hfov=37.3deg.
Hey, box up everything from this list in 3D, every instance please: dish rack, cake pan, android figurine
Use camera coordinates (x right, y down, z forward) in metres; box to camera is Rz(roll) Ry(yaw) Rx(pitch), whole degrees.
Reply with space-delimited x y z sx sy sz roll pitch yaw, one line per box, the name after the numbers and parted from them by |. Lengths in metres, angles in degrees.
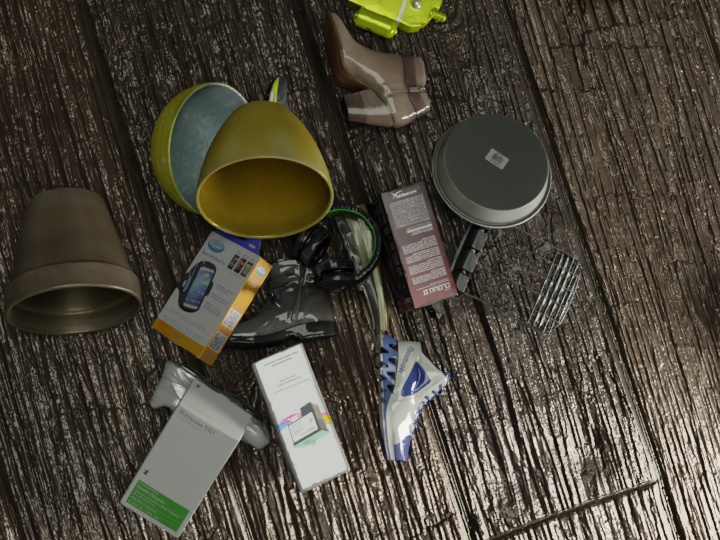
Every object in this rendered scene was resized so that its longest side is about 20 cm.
0.250 0.007 1.722 0.198 0.055 0.155 26 84 -7 | dish rack
0.214 -0.167 1.711 0.197 0.037 0.203 3 67 -6 | cake pan
0.055 -0.467 1.742 0.198 0.041 0.184 23 82 -4 | android figurine

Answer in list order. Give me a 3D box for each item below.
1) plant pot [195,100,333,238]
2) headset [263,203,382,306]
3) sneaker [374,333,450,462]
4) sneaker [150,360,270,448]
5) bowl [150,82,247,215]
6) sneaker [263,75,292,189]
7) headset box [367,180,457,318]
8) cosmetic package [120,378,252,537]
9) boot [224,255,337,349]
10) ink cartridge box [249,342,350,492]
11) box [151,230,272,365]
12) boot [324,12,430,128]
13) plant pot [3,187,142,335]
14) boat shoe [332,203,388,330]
-0.141 -0.161 1.566 0.197 0.201 0.144 0 58 -8 | plant pot
-0.060 -0.018 1.615 0.199 0.094 0.124 -38 76 -1 | headset
0.084 0.198 1.668 0.113 0.081 0.203 -1 84 -6 | sneaker
-0.232 0.225 1.633 0.199 0.078 0.100 32 90 4 | sneaker
-0.256 -0.185 1.628 0.107 0.199 0.203 7 82 35 | bowl
-0.111 -0.206 1.687 0.080 0.074 0.203 -7 93 -15 | sneaker
0.080 -0.022 1.652 0.074 0.149 0.203 -16 86 -9 | headset box
-0.256 0.276 1.572 0.107 0.085 0.201 30 112 -3 | cosmetic package
-0.137 0.049 1.666 0.197 0.070 0.134 -6 79 -15 | boot
-0.094 0.218 1.608 0.083 0.145 0.202 -21 88 -9 | ink cartridge box
-0.221 0.031 1.629 0.118 0.041 0.201 26 79 36 | box
0.030 -0.325 1.718 0.144 0.070 0.203 -12 88 -15 | boot
-0.428 -0.020 1.574 0.197 0.200 0.176 -8 70 -8 | plant pot
0.000 -0.001 1.683 0.065 0.072 0.204 -11 86 1 | boat shoe
